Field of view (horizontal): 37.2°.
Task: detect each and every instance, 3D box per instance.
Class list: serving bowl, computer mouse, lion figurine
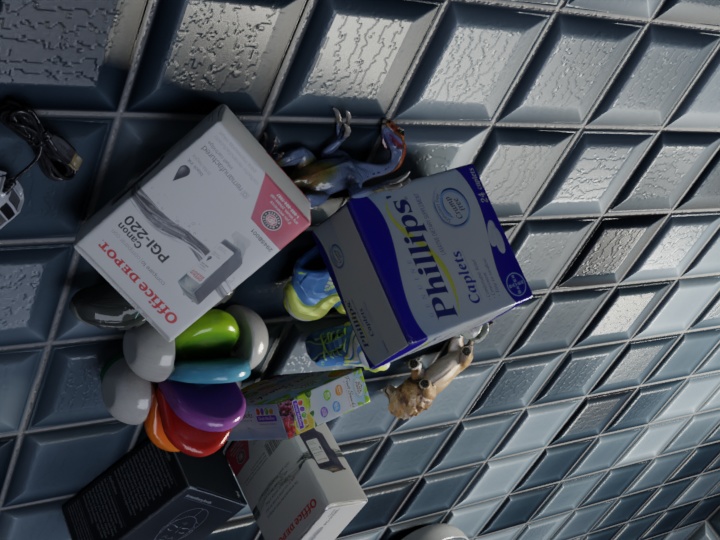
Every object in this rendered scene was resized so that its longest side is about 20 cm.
[{"bbox_3d":[0.125,0.587,2.225,0.199,0.066,0.200,-23,145,-17],"label":"serving bowl"},{"bbox_3d":[-0.361,-0.069,1.008,0.200,0.044,0.110,-41,151,2],"label":"computer mouse"},{"bbox_3d":[0.126,0.156,1.674,0.200,0.073,0.123,-31,154,-11],"label":"lion figurine"}]

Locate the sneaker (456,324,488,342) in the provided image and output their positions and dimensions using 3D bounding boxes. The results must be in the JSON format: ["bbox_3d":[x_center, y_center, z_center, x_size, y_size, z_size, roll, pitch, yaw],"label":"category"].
[{"bbox_3d":[0.134,0.046,1.511,0.078,0.100,0.200,-41,146,13],"label":"sneaker"}]

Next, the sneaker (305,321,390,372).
[{"bbox_3d":[-0.020,0.107,1.428,0.105,0.076,0.200,-18,179,0],"label":"sneaker"}]

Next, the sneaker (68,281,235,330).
[{"bbox_3d":[-0.232,0.007,1.200,0.199,0.075,0.080,-16,130,-35],"label":"sneaker"}]

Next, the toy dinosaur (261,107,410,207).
[{"bbox_3d":[-0.037,-0.121,1.214,0.200,0.105,0.181,-16,174,43],"label":"toy dinosaur"}]

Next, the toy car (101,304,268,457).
[{"bbox_3d":[-0.197,0.138,1.270,0.174,0.150,0.200,-1,138,-38],"label":"toy car"}]

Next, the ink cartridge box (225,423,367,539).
[{"bbox_3d":[-0.096,0.301,1.553,0.084,0.200,0.145,5,131,-43],"label":"ink cartridge box"}]

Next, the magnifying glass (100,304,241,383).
[{"bbox_3d":[-0.233,0.101,1.348,0.200,0.022,0.080,-30,147,-6],"label":"magnifying glass"}]

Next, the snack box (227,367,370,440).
[{"bbox_3d":[-0.105,0.176,1.402,0.142,0.053,0.200,-21,-173,-40],"label":"snack box"}]

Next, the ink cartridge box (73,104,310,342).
[{"bbox_3d":[-0.170,-0.048,1.098,0.200,0.085,0.146,-39,108,11],"label":"ink cartridge box"}]

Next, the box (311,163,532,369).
[{"bbox_3d":[0.075,-0.007,1.280,0.199,0.185,0.105,-19,171,-33],"label":"box"}]

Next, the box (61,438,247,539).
[{"bbox_3d":[-0.292,0.336,1.521,0.200,0.107,0.148,-38,146,9],"label":"box"}]

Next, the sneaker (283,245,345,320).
[{"bbox_3d":[0.000,0.000,1.350,0.199,0.076,0.105,-18,143,-20],"label":"sneaker"}]
